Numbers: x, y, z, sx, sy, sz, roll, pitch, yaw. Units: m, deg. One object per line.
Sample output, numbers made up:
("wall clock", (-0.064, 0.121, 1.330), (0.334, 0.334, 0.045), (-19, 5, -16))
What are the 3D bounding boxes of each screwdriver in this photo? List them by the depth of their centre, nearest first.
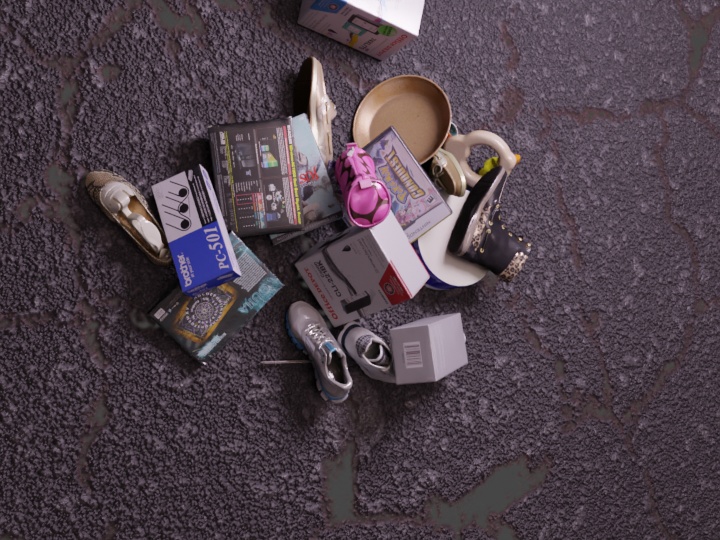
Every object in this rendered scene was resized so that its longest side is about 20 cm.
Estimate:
("screwdriver", (-0.092, 0.168, 1.395), (0.197, 0.029, 0.028), (1, 85, -21))

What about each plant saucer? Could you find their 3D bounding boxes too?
("plant saucer", (0.083, -0.282, 1.462), (0.035, 0.198, 0.203), (39, 62, -66))

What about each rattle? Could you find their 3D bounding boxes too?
("rattle", (0.241, -0.272, 1.580), (0.199, 0.131, 0.143), (33, 58, 7))

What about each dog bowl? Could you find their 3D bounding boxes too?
("dog bowl", (0.178, -0.064, 1.519), (0.198, 0.079, 0.203), (3, 83, -27))

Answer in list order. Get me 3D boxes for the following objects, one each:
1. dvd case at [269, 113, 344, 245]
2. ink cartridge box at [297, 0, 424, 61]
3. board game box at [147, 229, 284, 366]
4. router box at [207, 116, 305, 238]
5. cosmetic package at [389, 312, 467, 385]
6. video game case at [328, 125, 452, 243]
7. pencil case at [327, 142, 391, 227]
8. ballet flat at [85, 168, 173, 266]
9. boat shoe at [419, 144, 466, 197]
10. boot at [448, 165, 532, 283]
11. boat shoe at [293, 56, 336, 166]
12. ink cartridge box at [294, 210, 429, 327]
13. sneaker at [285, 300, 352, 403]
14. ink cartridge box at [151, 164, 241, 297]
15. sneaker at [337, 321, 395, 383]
("dvd case", (-0.130, -0.166, 1.372), (0.144, 0.022, 0.202), (-21, 97, -2))
("ink cartridge box", (0.007, -0.526, 1.437), (0.198, 0.146, 0.148), (16, 77, -24))
("board game box", (-0.246, 0.048, 1.286), (0.200, 0.028, 0.135), (-45, 109, -5))
("router box", (-0.182, -0.161, 1.321), (0.148, 0.062, 0.203), (-7, 95, -8))
("cosmetic package", (0.133, 0.145, 1.420), (0.200, 0.089, 0.108), (-2, 84, -68))
("video game case", (0.046, -0.137, 1.420), (0.180, 0.026, 0.201), (-35, 97, 14))
("pencil case", (-0.001, -0.150, 1.301), (0.089, 0.200, 0.095), (-2, 115, -10))
("ballet flat", (-0.373, -0.090, 1.240), (0.068, 0.075, 0.201), (-42, 104, -14))
("boat shoe", (0.137, -0.212, 1.475), (0.063, 0.074, 0.202), (-20, 57, -19))
("boot", (0.274, -0.088, 1.485), (0.150, 0.073, 0.202), (32, 76, -20))
("boat shoe", (-0.082, -0.298, 1.416), (0.064, 0.072, 0.203), (-2, 92, -32))
("ink cartridge box", (0.000, 0.000, 1.346), (0.145, 0.199, 0.084), (58, 42, -11))
("sneaker", (-0.066, 0.136, 1.353), (0.074, 0.087, 0.201), (-26, 79, -26))
("ink cartridge box", (-0.273, -0.066, 1.247), (0.093, 0.044, 0.202), (-23, 72, 5))
("sneaker", (0.041, 0.168, 1.402), (0.199, 0.080, 0.077), (35, 80, -41))
